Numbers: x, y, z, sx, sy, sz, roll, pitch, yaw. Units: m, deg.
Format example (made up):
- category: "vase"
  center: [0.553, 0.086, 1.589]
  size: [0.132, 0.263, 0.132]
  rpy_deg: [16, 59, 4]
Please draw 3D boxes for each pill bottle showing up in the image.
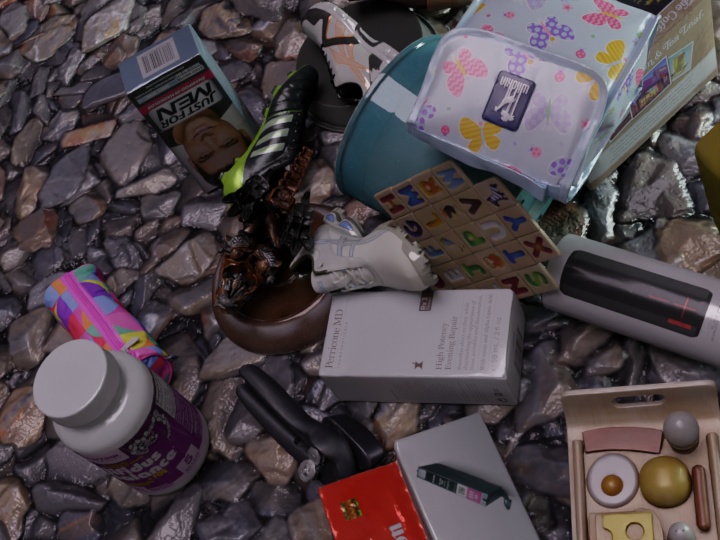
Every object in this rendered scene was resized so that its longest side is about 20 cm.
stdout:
- category: "pill bottle"
  center: [-0.247, 0.151, 1.068]
  size: [0.112, 0.200, 0.113]
  rpy_deg: [-10, 57, 17]

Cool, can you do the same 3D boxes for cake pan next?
- category: "cake pan"
  center: [0.003, -0.267, 1.312]
  size: [0.199, 0.037, 0.201]
  rpy_deg: [-10, 58, 17]

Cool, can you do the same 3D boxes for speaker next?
- category: "speaker"
  center: [0.280, 0.030, 0.993]
  size: [0.199, 0.081, 0.081]
  rpy_deg: [21, 70, 31]

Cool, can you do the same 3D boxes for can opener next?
- category: "can opener"
  center: [-0.067, 0.166, 1.081]
  size: [0.199, 0.078, 0.064]
  rpy_deg: [29, 114, 36]

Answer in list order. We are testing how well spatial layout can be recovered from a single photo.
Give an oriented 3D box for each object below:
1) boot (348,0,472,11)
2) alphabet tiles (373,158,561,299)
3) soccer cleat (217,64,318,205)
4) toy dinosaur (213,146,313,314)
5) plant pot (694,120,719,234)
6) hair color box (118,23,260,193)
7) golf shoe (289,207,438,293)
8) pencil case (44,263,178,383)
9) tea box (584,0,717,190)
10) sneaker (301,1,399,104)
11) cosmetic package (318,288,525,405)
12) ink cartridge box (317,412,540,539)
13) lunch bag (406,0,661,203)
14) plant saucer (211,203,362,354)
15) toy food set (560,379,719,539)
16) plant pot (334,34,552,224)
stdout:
- category: "boot"
  center: [0.073, -0.417, 1.325]
  size: [0.165, 0.073, 0.201]
  rpy_deg: [6, 59, 8]
- category: "alphabet tiles"
  center: [0.102, -0.030, 1.026]
  size: [0.006, 0.167, 0.200]
  rpy_deg: [-51, 17, -30]
- category: "soccer cleat"
  center: [-0.092, -0.155, 1.246]
  size: [0.081, 0.068, 0.201]
  rpy_deg: [26, 78, 17]
- category: "toy dinosaur"
  center: [-0.109, -0.051, 1.143]
  size: [0.101, 0.136, 0.201]
  rpy_deg: [8, 75, -10]
- category: "plant pot"
  center: [0.420, -0.074, 0.934]
  size: [0.194, 0.196, 0.200]
  rpy_deg: [-42, 48, -5]
- category: "hair color box"
  center: [-0.197, -0.191, 1.250]
  size: [0.099, 0.200, 0.061]
  rpy_deg: [-27, 54, 5]
- category: "golf shoe"
  center: [0.000, 0.000, 1.072]
  size: [0.097, 0.079, 0.200]
  rpy_deg: [-41, 27, -18]
- category: "pencil case"
  center: [-0.295, 0.074, 1.208]
  size: [0.088, 0.088, 0.200]
  rpy_deg: [-44, 54, -7]
- category: "tea box"
  center: [0.247, -0.236, 1.132]
  size: [0.200, 0.134, 0.197]
  rpy_deg: [-41, 53, -4]
- category: "sneaker"
  center: [-0.018, -0.256, 1.247]
  size: [0.080, 0.074, 0.200]
  rpy_deg: [-44, 54, -4]
- category: "cosmetic package"
  center: [0.064, 0.078, 1.060]
  size: [0.199, 0.074, 0.102]
  rpy_deg: [-2, 60, 20]
- category: "ink cartridge box"
  center: [0.068, 0.247, 0.949]
  size: [0.172, 0.044, 0.201]
  rpy_deg: [-17, 54, -9]
- category: "lunch bag"
  center: [0.160, -0.170, 0.952]
  size: [0.169, 0.127, 0.200]
  rpy_deg: [27, 64, 18]
- category: "plant saucer"
  center: [-0.089, 0.000, 1.197]
  size: [0.199, 0.032, 0.201]
  rpy_deg: [-10, 57, 16]
- category: "toy food set"
  center: [0.253, 0.199, 0.916]
  size: [0.143, 0.060, 0.201]
  rpy_deg: [-7, 58, 19]
- category: "plant pot"
  center: [0.108, -0.115, 1.095]
  size: [0.188, 0.200, 0.200]
  rpy_deg: [36, 79, 19]
